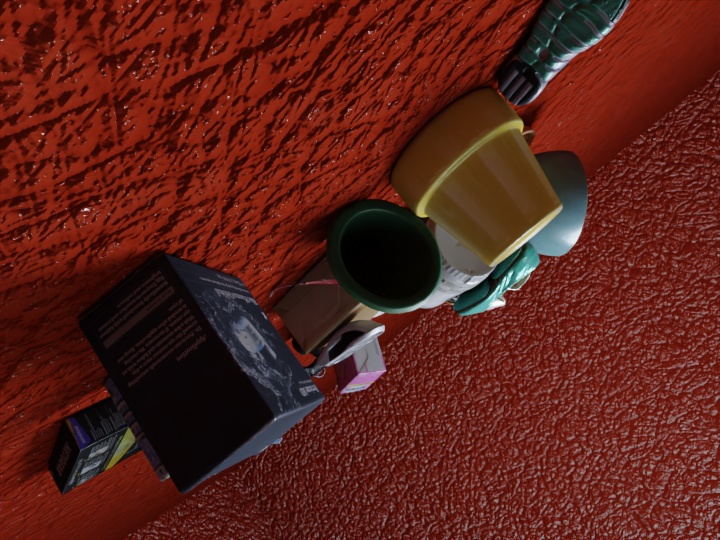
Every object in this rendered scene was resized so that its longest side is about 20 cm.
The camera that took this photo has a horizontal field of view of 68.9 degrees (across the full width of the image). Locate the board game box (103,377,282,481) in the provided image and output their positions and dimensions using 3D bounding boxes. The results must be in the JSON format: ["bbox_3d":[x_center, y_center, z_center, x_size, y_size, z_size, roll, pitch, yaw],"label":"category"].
[{"bbox_3d":[-0.204,0.175,0.701,0.199,0.200,0.062,-33,167,-22],"label":"board game box"}]

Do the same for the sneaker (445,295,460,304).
[{"bbox_3d":[0.183,0.029,1.167,0.199,0.079,0.077,-8,146,41],"label":"sneaker"}]

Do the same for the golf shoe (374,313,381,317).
[{"bbox_3d":[0.062,0.035,1.262,0.200,0.075,0.091,-48,155,13],"label":"golf shoe"}]

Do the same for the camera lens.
[{"bbox_3d":[0.155,-0.024,1.030,0.159,0.161,0.200,-30,175,-31],"label":"camera lens"}]

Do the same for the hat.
[{"bbox_3d":[0.000,0.000,0.801,0.166,0.199,0.176,-60,-175,-27],"label":"hat"}]

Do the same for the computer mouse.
[{"bbox_3d":[-0.041,0.132,0.899,0.200,0.044,0.109,-38,164,26],"label":"computer mouse"}]

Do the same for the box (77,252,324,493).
[{"bbox_3d":[-0.159,0.105,0.580,0.117,0.200,0.197,-38,168,3],"label":"box"}]

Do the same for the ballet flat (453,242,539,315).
[{"bbox_3d":[0.265,0.031,1.005,0.200,0.070,0.068,-50,-163,27],"label":"ballet flat"}]

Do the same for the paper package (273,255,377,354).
[{"bbox_3d":[-0.024,0.042,0.949,0.191,0.104,0.200,-44,165,22],"label":"paper package"}]

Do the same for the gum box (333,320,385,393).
[{"bbox_3d":[-0.021,0.144,1.120,0.066,0.201,0.114,-2,151,-26],"label":"gum box"}]

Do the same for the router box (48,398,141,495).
[{"bbox_3d":[-0.384,0.255,0.818,0.157,0.052,0.200,-23,161,-47],"label":"router box"}]

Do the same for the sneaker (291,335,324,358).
[{"bbox_3d":[-0.112,0.136,1.114,0.060,0.105,0.199,-44,-153,-20],"label":"sneaker"}]

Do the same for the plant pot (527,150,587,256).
[{"bbox_3d":[0.318,-0.131,1.003,0.133,0.202,0.200,2,158,-7],"label":"plant pot"}]

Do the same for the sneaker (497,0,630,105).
[{"bbox_3d":[0.252,-0.296,0.646,0.088,0.074,0.200,-46,-177,-35],"label":"sneaker"}]

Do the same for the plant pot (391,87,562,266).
[{"bbox_3d":[0.176,-0.119,0.749,0.200,0.189,0.201,-36,166,-10],"label":"plant pot"}]

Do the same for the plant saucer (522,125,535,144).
[{"bbox_3d":[0.235,-0.198,0.977,0.200,0.038,0.200,-37,168,-9],"label":"plant saucer"}]
